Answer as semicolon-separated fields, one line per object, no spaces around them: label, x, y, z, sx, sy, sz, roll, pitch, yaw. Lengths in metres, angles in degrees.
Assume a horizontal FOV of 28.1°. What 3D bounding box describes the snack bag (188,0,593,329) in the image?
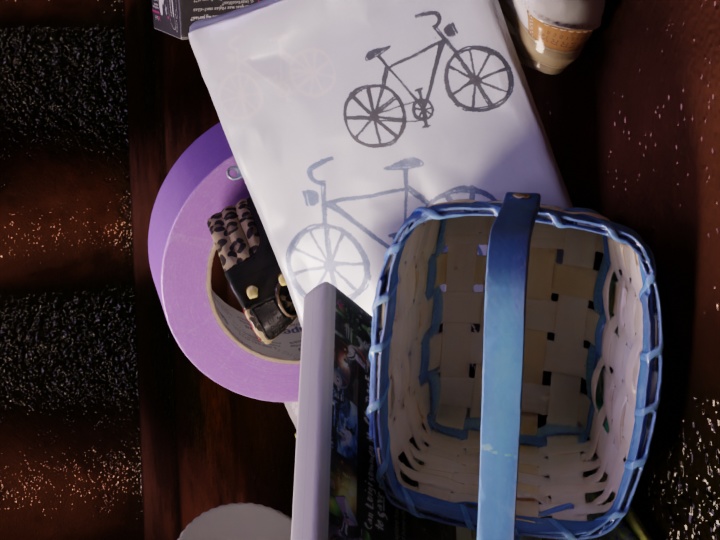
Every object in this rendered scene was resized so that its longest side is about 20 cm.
snack bag;0.011;-0.069;0.781;0.202;0.187;0.021;67;-151;-14

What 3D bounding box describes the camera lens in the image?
camera lens;-0.122;0.343;1.398;0.201;0.158;0.161;104;157;-45

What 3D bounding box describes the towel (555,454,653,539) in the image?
towel;0.125;0.218;0.752;0.144;0.022;0.202;-115;27;-56

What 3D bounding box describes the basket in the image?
basket;0.071;0.046;0.670;0.200;0.137;0.179;-53;-33;-69

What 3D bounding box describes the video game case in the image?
video game case;0.034;0.126;0.746;0.023;0.181;0.201;-33;34;27

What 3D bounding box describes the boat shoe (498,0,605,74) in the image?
boat shoe;0.072;-0.179;0.787;0.201;0.074;0.069;-114;32;-51

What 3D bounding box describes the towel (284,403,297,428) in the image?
towel;-0.044;0.064;1.320;0.201;0.032;0.193;-116;29;-54

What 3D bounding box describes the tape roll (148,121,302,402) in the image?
tape roll;-0.045;-0.012;1.000;0.066;0.197;0.203;-125;36;-61

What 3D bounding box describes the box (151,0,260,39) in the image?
box;-0.130;-0.286;1.387;0.200;0.130;0.116;-140;46;-69

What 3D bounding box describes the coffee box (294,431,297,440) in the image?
coffee box;0.032;0.187;0.879;0.123;0.044;0.202;25;139;64

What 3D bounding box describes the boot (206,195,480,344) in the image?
boot;0.000;0.000;0.882;0.201;0.149;0.073;62;-179;29
